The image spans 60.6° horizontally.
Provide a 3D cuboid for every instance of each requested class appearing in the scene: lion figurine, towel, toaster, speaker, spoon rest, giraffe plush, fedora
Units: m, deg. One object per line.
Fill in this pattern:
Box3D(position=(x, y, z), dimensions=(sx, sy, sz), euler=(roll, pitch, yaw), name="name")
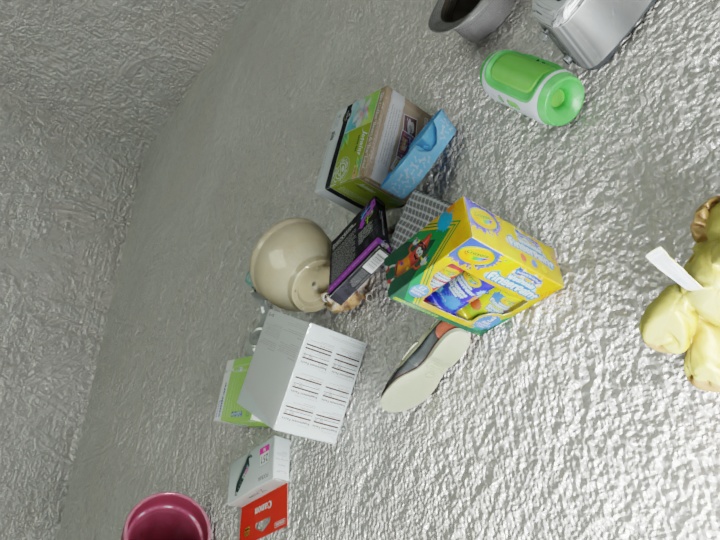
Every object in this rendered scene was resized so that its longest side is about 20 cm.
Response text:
Box3D(position=(0.000, 0.000, 1.262), dimensions=(0.202, 0.072, 0.122), euler=(-58, 20, -12), name="lion figurine")
Box3D(position=(0.125, -0.043, 1.070), dimensions=(0.199, 0.084, 0.168), euler=(33, 99, 58), name="towel")
Box3D(position=(0.353, -0.416, 0.918), dimensions=(0.201, 0.128, 0.115), euler=(-52, 36, 23), name="toaster")
Box3D(position=(0.274, -0.302, 1.008), dimensions=(0.089, 0.087, 0.201), euler=(-57, 33, 15), name="speaker")
Box3D(position=(-0.245, 0.139, 1.536), dimensions=(0.097, 0.061, 0.203), euler=(-19, 52, 11), name="spoon rest")
Box3D(position=(0.378, 0.000, 0.620), dimensions=(0.171, 0.201, 0.163), euler=(-17, 27, 54), name="giraffe plush")
Box3D(position=(0.232, -0.522, 1.201), dimensions=(0.203, 0.090, 0.176), euler=(-60, 33, -1), name="fedora")

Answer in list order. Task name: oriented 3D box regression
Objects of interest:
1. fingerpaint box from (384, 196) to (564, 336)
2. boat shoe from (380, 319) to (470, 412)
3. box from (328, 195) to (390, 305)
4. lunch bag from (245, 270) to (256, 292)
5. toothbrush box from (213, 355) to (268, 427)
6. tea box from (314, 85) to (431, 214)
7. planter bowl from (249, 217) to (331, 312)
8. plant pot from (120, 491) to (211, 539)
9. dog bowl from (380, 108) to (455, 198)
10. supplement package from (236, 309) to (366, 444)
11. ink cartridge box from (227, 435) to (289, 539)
Box3D(position=(0.161, 0.004, 0.879), dimensions=(0.166, 0.198, 0.075), euler=(-37, 43, 37), name="fingerpaint box")
Box3D(position=(0.100, 0.150, 1.002), dimensions=(0.201, 0.070, 0.063), euler=(-51, 29, 21), name="boat shoe")
Box3D(position=(-0.004, -0.043, 1.186), dimensions=(0.143, 0.036, 0.202), euler=(-45, 25, 24), name="box")
Box3D(position=(-0.196, -0.023, 1.511), dimensions=(0.159, 0.077, 0.202), euler=(14, 68, 53), name="lunch bag")
Box3D(position=(-0.250, 0.283, 1.430), dimensions=(0.198, 0.085, 0.149), euler=(-18, 57, 50), name="toothbrush box")
Box3D(position=(0.025, -0.244, 1.299), dimensions=(0.195, 0.132, 0.204), euler=(-8, 64, 53), name="tea box")
Box3D(position=(-0.122, 0.005, 1.323), dimensions=(0.134, 0.198, 0.203), euler=(37, 102, 47), name="planter bowl")
Box3D(position=(-0.463, 0.657, 1.441), dimensions=(0.202, 0.196, 0.181), euler=(-110, 36, -48), name="plant pot")
Box3D(position=(0.113, -0.217, 1.164), dimensions=(0.201, 0.049, 0.111), euler=(-55, 8, -24), name="dog bowl")
Box3D(position=(-0.118, 0.206, 1.222), dimensions=(0.190, 0.145, 0.204), euler=(9, 78, 57), name="supplement package")
Box3D(position=(-0.220, 0.472, 1.310), dimensions=(0.199, 0.043, 0.176), euler=(-39, 40, 38), name="ink cartridge box")
